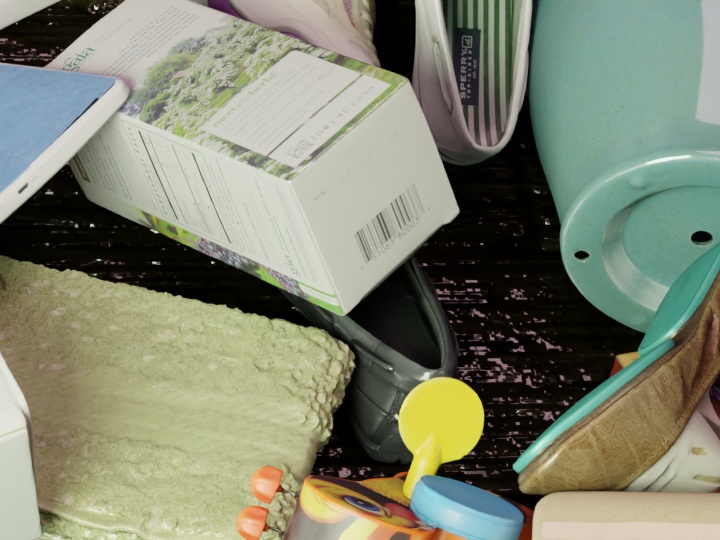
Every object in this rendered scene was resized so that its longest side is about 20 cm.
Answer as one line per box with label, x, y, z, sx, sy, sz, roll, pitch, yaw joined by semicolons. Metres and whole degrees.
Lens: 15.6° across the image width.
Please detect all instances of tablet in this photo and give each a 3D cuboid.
tablet;-0.216;-0.059;1.219;0.199;0.014;0.130;9;42;36

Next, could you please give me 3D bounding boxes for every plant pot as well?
plant pot;0.170;-0.077;1.282;0.199;0.201;0.189;12;49;-2

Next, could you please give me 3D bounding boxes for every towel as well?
towel;-0.110;0.066;1.154;0.199;0.037;0.149;10;47;8

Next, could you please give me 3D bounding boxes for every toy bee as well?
toy bee;0.011;0.103;1.075;0.108;0.200;0.132;23;77;11

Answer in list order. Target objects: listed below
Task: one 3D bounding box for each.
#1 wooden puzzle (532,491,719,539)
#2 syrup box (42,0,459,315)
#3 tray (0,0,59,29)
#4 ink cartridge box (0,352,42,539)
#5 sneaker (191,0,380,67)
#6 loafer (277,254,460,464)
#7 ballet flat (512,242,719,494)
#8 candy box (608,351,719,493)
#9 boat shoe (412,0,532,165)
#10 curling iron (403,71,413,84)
wooden puzzle;0.160;0.187;1.050;0.184;0.037;0.201;1;71;3
syrup box;-0.057;-0.059;1.217;0.079;0.082;0.199;-41;39;-24
tray;-0.246;-0.195;1.411;0.200;0.022;0.107;38;49;24
ink cartridge box;-0.246;0.071;1.067;0.199;0.083;0.146;-20;52;-17
sneaker;-0.016;-0.121;1.355;0.099;0.075;0.200;-18;52;-29
loafer;0.000;0.000;1.238;0.068;0.071;0.201;-8;47;-22
ballet flat;0.139;0.058;1.146;0.072;0.068;0.200;49;39;0
candy box;0.223;0.082;1.225;0.199;0.057;0.117;-8;47;-23
boat shoe;0.060;-0.152;1.288;0.073;0.201;0.067;-7;6;-17
curling iron;0.096;-0.119;1.418;0.199;0.026;0.050;-15;48;-27
